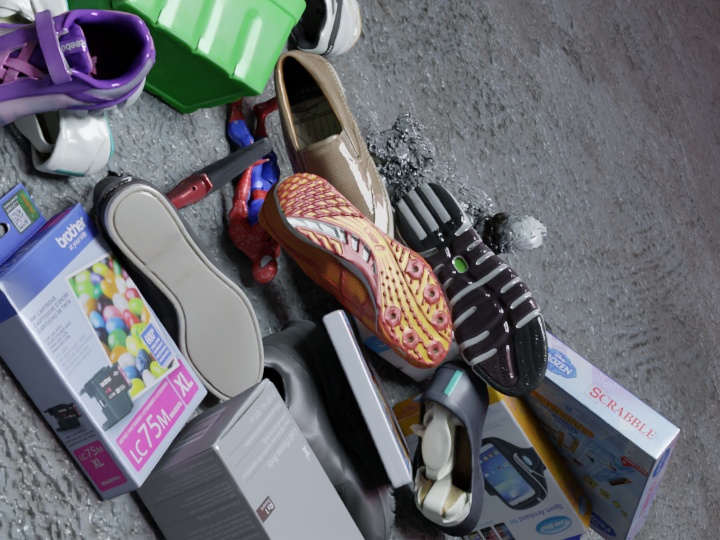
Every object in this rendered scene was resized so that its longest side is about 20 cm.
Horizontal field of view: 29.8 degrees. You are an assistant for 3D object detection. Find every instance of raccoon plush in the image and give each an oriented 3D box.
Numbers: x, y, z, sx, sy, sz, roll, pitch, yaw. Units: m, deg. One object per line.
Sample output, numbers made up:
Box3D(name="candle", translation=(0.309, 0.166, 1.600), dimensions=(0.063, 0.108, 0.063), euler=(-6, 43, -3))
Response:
Box3D(name="raccoon plush", translation=(0.092, -0.091, 1.343), dimensions=(0.097, 0.198, 0.135), euler=(-42, 119, -46))

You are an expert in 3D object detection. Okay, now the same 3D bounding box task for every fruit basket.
Box3D(name="fruit basket", translation=(-0.141, -0.258, 1.095), dimensions=(0.215, 0.154, 0.218), euler=(15, 71, -51))

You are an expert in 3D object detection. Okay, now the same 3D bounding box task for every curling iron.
Box3D(name="curling iron", translation=(-0.132, -0.072, 1.062), dimensions=(0.199, 0.025, 0.050), euler=(-27, 122, -48))

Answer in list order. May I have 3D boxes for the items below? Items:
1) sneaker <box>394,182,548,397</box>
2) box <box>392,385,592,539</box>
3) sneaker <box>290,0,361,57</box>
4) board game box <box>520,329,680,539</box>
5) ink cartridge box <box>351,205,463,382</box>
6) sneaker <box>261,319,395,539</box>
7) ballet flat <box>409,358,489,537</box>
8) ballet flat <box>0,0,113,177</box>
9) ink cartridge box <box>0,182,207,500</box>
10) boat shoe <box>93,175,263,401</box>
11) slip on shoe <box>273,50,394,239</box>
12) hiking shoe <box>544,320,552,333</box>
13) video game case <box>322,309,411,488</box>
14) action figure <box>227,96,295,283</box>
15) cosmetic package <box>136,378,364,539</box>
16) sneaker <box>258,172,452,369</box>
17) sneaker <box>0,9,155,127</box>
Box3D(name="sneaker", translation=(0.106, 0.020, 1.172), dimensions=(0.201, 0.075, 0.115), euler=(62, 7, 16))
Box3D(name="box", translation=(0.126, 0.190, 1.253), dimensions=(0.201, 0.118, 0.042), euler=(56, 31, -19))
Box3D(name="sneaker", translation=(-0.063, -0.309, 1.348), dimensions=(0.202, 0.075, 0.088), euler=(64, 29, -2))
Box3D(name="board game box", translation=(0.188, 0.146, 1.251), dimensions=(0.199, 0.200, 0.041), euler=(38, 64, 22))
Box3D(name="ink cartridge box", translation=(0.045, 0.029, 1.248), dimensions=(0.200, 0.066, 0.117), euler=(41, 27, -63))
Box3D(name="sneaker", translation=(-0.043, 0.142, 1.072), dimensions=(0.090, 0.076, 0.202), euler=(-15, 77, -50))
Box3D(name="ballet flat", translation=(0.071, 0.169, 1.170), dimensions=(0.073, 0.072, 0.202), euler=(-66, 163, -53))
Box3D(name="ballet flat", translation=(-0.238, -0.161, 0.970), dimensions=(0.069, 0.069, 0.202), euler=(-18, 87, -61))
Box3D(name="ink cartridge box", translation=(-0.191, 0.041, 0.919), dimensions=(0.201, 0.042, 0.120), euler=(56, 30, -14))
Box3D(name="boat shoe", translation=(-0.133, 0.010, 1.000), dimensions=(0.057, 0.067, 0.201), euler=(33, -24, 56))
Box3D(name="slip on shoe", translation=(-0.027, -0.096, 1.159), dimensions=(0.061, 0.075, 0.202), euler=(28, 46, -72))
Box3D(name="hiking shoe", translation=(0.164, 0.097, 1.428), dimensions=(0.199, 0.075, 0.102), euler=(15, 53, -56))
Box3D(name="video game case", translation=(0.008, 0.101, 1.132), dimensions=(0.200, 0.017, 0.144), euler=(49, 18, -88))
Box3D(name="action figure", translation=(-0.086, -0.077, 1.173), dimensions=(0.065, 0.051, 0.202), euler=(38, 41, -48))
Box3D(name="cosmetic package", translation=(-0.063, 0.197, 0.968), dimensions=(0.201, 0.090, 0.107), euler=(57, 27, -10))
Box3D(name="sneaker", translation=(0.000, 0.000, 1.114), dimensions=(0.073, 0.077, 0.200), euler=(-44, 94, -23))
Box3D(name="sneaker", translation=(-0.220, -0.135, 0.893), dimensions=(0.199, 0.088, 0.081), euler=(-16, 94, -33))
